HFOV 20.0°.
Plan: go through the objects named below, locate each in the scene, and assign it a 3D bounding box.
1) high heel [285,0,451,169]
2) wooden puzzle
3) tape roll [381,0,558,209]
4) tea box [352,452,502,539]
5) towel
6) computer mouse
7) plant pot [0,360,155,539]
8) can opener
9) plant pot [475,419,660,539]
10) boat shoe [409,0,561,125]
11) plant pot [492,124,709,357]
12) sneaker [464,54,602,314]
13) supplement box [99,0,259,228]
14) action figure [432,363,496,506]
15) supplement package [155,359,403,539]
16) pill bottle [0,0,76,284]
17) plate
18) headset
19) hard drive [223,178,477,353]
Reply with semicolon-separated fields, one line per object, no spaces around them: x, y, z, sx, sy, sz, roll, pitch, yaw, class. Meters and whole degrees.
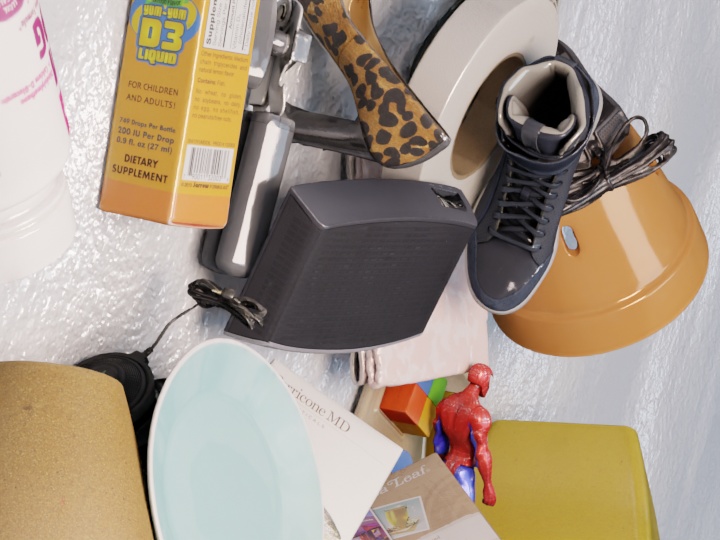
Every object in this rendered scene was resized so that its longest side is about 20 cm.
0.021;-0.175;1.461;0.071;0.142;0.201;11;91;-59;high heel
0.044;0.157;1.721;0.201;0.046;0.185;-66;149;-18;wooden puzzle
0.086;-0.126;1.564;0.203;0.037;0.203;-49;156;-31;tape roll
0.015;0.282;1.551;0.199;0.134;0.198;-25;128;-12;tea box
0.047;-0.011;1.647;0.191;0.032;0.201;-7;95;-58;towel
0.161;-0.120;1.698;0.138;0.200;0.053;-26;142;-6;computer mouse
-0.195;0.162;1.211;0.186;0.185;0.201;34;57;-58;plant pot
-0.084;-0.098;1.422;0.067;0.053;0.201;15;88;-28;can opener
0.182;0.245;1.845;0.200;0.199;0.177;68;28;-54;plant pot
0.105;-0.199;1.664;0.200;0.075;0.060;-59;151;-31;boat shoe
0.187;-0.046;1.750;0.200;0.199;0.140;-54;137;-34;plant pot
0.124;-0.067;1.549;0.146;0.076;0.203;17;92;-81;sneaker
-0.114;-0.131;1.326;0.069;0.066;0.201;5;96;-57;supplement box
0.079;0.175;1.682;0.051;0.065;0.201;7;96;-38;action figure
-0.079;0.185;1.410;0.200;0.117;0.117;-58;-175;-30;supplement package
-0.221;-0.099;1.108;0.113;0.113;0.201;-46;138;-42;pill bottle
-0.083;0.144;1.292;0.200;0.025;0.201;33;50;-53;plate
-0.137;0.099;1.343;0.201;0.094;0.123;-64;149;-7;headset
0.000;0.000;1.469;0.199;0.042;0.135;-2;124;-52;hard drive
